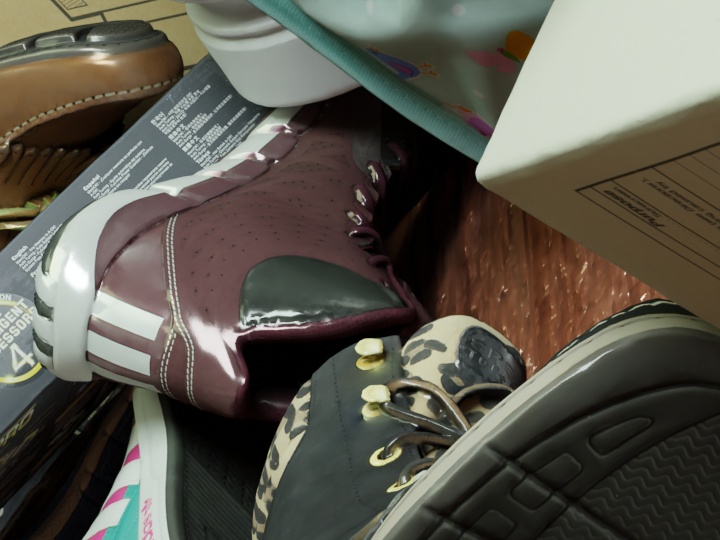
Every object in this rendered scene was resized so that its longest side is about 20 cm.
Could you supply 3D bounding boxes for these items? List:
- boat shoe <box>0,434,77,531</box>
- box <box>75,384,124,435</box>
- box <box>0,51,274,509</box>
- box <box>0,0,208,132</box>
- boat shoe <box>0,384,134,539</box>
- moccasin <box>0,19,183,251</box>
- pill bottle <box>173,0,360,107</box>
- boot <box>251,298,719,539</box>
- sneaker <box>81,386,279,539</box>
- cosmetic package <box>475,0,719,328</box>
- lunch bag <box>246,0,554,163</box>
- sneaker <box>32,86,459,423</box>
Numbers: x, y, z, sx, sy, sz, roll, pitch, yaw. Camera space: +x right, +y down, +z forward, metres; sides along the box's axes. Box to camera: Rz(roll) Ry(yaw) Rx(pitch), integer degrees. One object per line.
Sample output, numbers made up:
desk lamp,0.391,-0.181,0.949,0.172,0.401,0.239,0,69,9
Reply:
boat shoe,-0.151,0.097,1.152,0.074,0.060,0.200,-51,17,34
box,-0.074,-0.052,1.097,0.200,0.086,0.164,-51,11,33
box,-0.114,0.032,0.907,0.200,0.049,0.161,-47,-2,-28
box,-0.072,-0.114,0.947,0.021,0.200,0.164,-41,-33,-54
boat shoe,-0.104,0.116,0.961,0.200,0.072,0.072,-51,9,-3
moccasin,-0.134,-0.033,0.954,0.201,0.078,0.074,-27,-8,36
pill bottle,-0.047,-0.155,0.807,0.113,0.200,0.113,-24,31,16
boot,0.025,0.058,0.623,0.200,0.073,0.151,-59,13,27
sneaker,-0.070,0.101,0.846,0.121,0.084,0.200,-48,16,18
cosmetic package,0.110,-0.034,0.440,0.071,0.105,0.200,-64,17,-14
lunch bag,0.032,-0.139,0.712,0.122,0.200,0.170,-34,29,60
sneaker,0.000,0.000,0.832,0.200,0.115,0.076,-34,-43,-41
